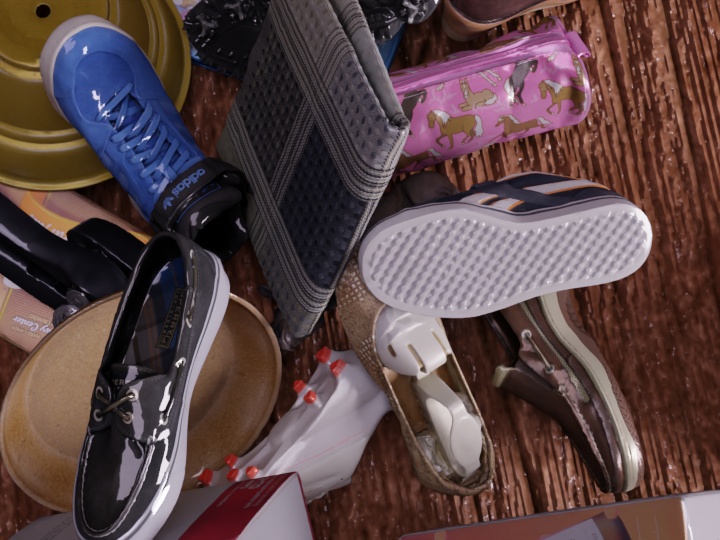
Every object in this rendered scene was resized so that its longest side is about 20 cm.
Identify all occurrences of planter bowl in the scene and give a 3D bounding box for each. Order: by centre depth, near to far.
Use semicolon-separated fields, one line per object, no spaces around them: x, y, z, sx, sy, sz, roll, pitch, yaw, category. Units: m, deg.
-0.219;-0.165;1.102;0.198;0.084;0.202;2;69;-5;planter bowl

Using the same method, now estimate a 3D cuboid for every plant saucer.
-0.151;0.081;1.063;0.199;0.201;0.036;-31;44;-4;plant saucer

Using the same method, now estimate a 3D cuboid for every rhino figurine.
0.000;0.000;1.110;0.199;0.087;0.060;-35;122;-4;rhino figurine

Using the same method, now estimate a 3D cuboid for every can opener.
-0.230;-0.016;1.073;0.199;0.079;0.064;29;124;4;can opener

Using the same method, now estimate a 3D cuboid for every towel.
-0.034;-0.088;1.049;0.034;0.193;0.201;0;46;-28;towel

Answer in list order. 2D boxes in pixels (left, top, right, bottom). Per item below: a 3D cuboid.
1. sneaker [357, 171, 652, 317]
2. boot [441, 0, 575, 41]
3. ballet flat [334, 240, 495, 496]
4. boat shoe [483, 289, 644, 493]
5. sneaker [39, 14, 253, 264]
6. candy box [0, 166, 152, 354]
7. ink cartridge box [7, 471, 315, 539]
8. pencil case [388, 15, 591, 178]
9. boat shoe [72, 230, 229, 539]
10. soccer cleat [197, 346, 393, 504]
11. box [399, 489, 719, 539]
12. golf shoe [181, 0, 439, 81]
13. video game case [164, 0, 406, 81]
0.087;-0.019;1.042;0.198;0.079;0.079;-5;111;-16;sneaker
0.145;-0.242;1.090;0.200;0.166;0.072;-38;83;-19;boot
0.045;0.070;1.056;0.070;0.065;0.201;-36;115;-19;ballet flat
0.126;0.070;1.096;0.074;0.075;0.204;-21;68;-9;boat shoe
-0.134;-0.079;1.048;0.077;0.201;0.111;-41;51;-15;sneaker
-0.229;-0.003;1.125;0.199;0.055;0.116;30;82;6;candy box
-0.133;0.231;0.999;0.198;0.145;0.147;-11;98;15;ink cartridge box
0.064;-0.119;1.115;0.198;0.087;0.084;-16;104;-8;pencil case
-0.134;0.071;0.939;0.068;0.057;0.202;5;67;24;boat shoe
-0.049;0.143;1.092;0.200;0.069;0.078;-47;115;2;soccer cleat
0.142;0.231;1.010;0.199;0.106;0.154;-14;79;28;box
-0.030;-0.195;1.134;0.198;0.095;0.078;-9;121;20;golf shoe
-0.062;-0.209;1.175;0.198;0.018;0.144;20;81;4;video game case
